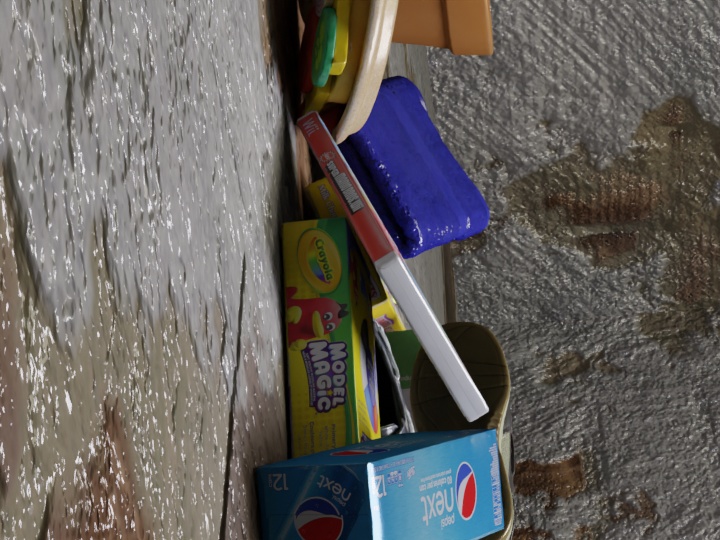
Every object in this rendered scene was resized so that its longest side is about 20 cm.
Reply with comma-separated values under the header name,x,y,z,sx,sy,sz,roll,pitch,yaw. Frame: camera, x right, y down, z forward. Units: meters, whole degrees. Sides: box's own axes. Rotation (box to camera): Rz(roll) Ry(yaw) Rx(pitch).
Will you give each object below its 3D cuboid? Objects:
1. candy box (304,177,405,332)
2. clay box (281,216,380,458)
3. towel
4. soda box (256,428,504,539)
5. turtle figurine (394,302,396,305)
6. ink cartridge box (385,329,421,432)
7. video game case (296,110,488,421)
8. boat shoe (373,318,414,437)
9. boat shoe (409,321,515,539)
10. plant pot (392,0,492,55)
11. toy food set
name,x,y,z,sx,sy,sz,roll,pitch,yaw
candy box,0.000,0.000,1.441,0.200,0.026,0.102,61,6,-78
clay box,-0.015,0.080,1.220,0.115,0.048,0.200,65,19,-70
towel,0.027,-0.080,1.506,0.148,0.050,0.200,59,20,4
soda box,0.016,0.130,1.088,0.200,0.068,0.064,0,86,-66
turtle figurine,0.019,-0.028,1.631,0.161,0.064,0.200,78,9,-55
ink cartridge box,0.030,0.157,1.457,0.145,0.084,0.200,64,21,-76
video game case,0.019,-0.006,1.255,0.143,0.017,0.200,58,2,-35
boat shoe,0.008,0.122,1.299,0.068,0.072,0.200,84,0,-75
boat shoe,0.073,0.126,1.347,0.066,0.072,0.201,86,0,-47
plant pot,0.055,-0.308,1.910,0.200,0.140,0.200,-5,90,-86
toy food set,-0.011,-0.188,1.335,0.198,0.049,0.200,126,-29,-68
